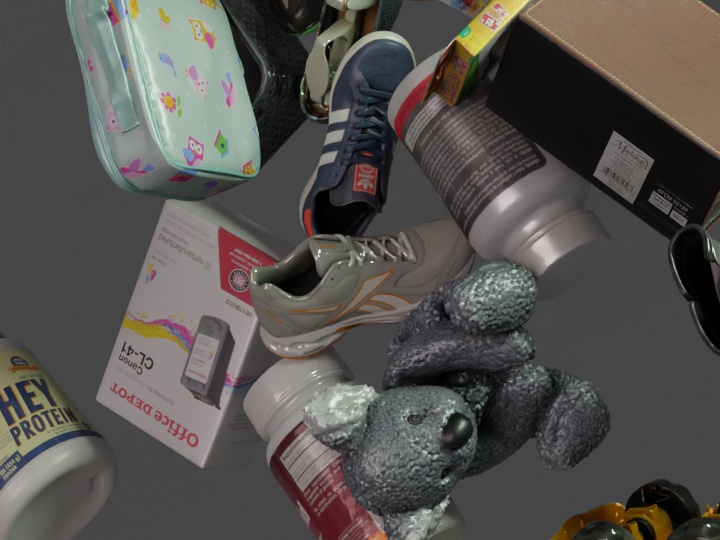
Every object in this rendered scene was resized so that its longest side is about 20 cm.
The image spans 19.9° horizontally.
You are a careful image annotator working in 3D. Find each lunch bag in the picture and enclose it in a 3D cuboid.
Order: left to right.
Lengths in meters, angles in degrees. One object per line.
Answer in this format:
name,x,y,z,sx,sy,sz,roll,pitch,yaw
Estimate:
lunch bag,-0.168,-0.161,1.703,0.077,0.160,0.202,-22,77,31

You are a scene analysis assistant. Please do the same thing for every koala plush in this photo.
koala plush,0.056,0.122,1.606,0.183,0.200,0.178,-15,113,52

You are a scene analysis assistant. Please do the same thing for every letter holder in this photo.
letter holder,0.223,-0.138,1.584,0.199,0.142,0.101,37,141,16

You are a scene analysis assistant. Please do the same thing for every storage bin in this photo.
storage bin,-0.141,-0.194,1.838,0.135,0.093,0.201,-45,65,25

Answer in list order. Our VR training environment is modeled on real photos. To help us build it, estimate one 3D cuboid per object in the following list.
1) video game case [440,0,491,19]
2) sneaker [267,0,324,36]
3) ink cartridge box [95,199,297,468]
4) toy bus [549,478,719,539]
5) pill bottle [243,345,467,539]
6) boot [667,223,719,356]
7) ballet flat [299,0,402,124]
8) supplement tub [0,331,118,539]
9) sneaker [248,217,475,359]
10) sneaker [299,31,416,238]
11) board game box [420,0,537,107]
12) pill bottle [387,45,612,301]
video game case,0.062,-0.293,1.651,0.199,0.018,0.144,28,127,-2
sneaker,-0.073,-0.302,1.799,0.076,0.083,0.202,-15,80,33
ink cartridge box,-0.133,0.056,1.830,0.147,0.085,0.202,28,103,31
toy bus,0.258,0.263,1.546,0.198,0.135,0.194,-5,102,36
pill bottle,-0.009,0.168,1.724,0.114,0.114,0.201,-46,65,24
boot,0.298,0.061,1.509,0.070,0.131,0.201,-42,67,25
ballet flat,-0.009,-0.212,1.735,0.074,0.074,0.202,28,119,31
supplement tub,-0.336,0.156,1.928,0.200,0.144,0.146,45,112,26
sneaker,0.000,0.000,1.697,0.199,0.092,0.076,-25,47,0
sneaker,0.003,-0.098,1.722,0.085,0.074,0.202,-105,28,-59
board game box,0.124,-0.206,1.594,0.030,0.096,0.200,44,71,8
pill bottle,0.115,-0.079,1.649,0.111,0.110,0.201,-44,66,25
